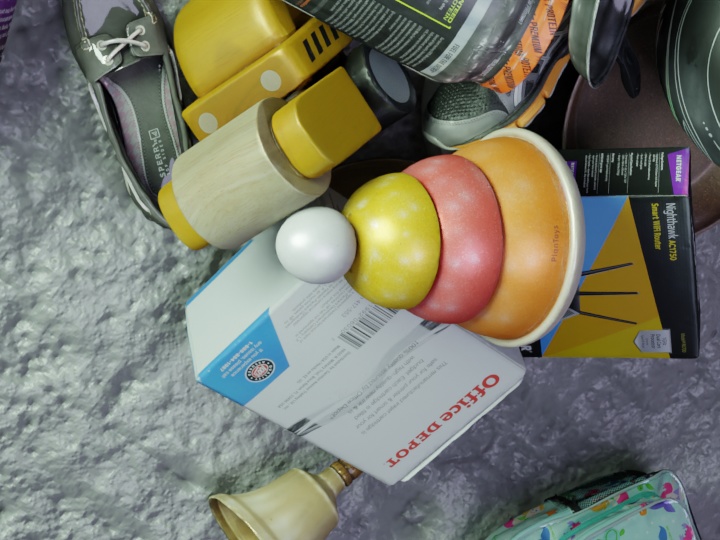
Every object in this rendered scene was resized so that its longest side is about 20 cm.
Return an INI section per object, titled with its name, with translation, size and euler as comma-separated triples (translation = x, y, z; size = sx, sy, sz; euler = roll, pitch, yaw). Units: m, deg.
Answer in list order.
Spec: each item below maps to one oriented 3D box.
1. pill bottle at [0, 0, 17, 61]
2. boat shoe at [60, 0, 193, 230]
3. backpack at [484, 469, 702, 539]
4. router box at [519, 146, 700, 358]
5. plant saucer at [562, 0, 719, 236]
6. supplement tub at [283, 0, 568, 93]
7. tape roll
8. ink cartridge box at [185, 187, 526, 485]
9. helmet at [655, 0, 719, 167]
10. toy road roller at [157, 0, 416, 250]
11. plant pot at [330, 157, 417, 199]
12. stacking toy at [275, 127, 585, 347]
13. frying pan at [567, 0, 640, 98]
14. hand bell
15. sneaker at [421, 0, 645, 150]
[pill bottle]
translation = -0.263, -0.187, 1.166
size = 0.112, 0.112, 0.201
euler = 10, 108, -28
[boat shoe]
translation = -0.147, -0.119, 1.284
size = 0.066, 0.057, 0.201
euler = -23, 121, -13
[backpack]
translation = 0.194, 0.270, 1.564
size = 0.198, 0.151, 0.179
euler = -19, 91, -9
[router box]
translation = 0.173, -0.010, 1.406
size = 0.148, 0.051, 0.201
euler = -1, 144, 13
[plant saucer]
translation = 0.231, -0.118, 1.428
size = 0.199, 0.037, 0.202
euler = -11, 118, -21
[supplement tub]
translation = 0.028, -0.200, 1.213
size = 0.199, 0.123, 0.123
euler = 27, 101, -16
[tape roll]
translation = 0.142, -0.126, 1.426
size = 0.201, 0.037, 0.204
euler = -10, 118, -20
[ink cartridge box]
translation = -0.003, 0.049, 1.360
size = 0.199, 0.086, 0.146
euler = 31, 117, -36
[helmet]
translation = 0.301, -0.149, 1.314
size = 0.199, 0.201, 0.192
euler = 6, 124, -27
[toy road roller]
translation = -0.068, -0.118, 1.250
size = 0.122, 0.200, 0.146
euler = -30, 100, 30
[plant pot]
translation = 0.000, 0.000, 1.411
size = 0.198, 0.028, 0.201
euler = -10, 124, -15
[stacking toy]
translation = 0.033, -0.023, 1.233
size = 0.199, 0.146, 0.147
euler = 0, 113, -33
[frying pan]
translation = 0.171, -0.178, 1.271
size = 0.031, 0.190, 0.116
euler = 16, 97, 16
[hand bell]
translation = -0.010, 0.151, 1.473
size = 0.200, 0.104, 0.105
euler = -40, 124, -18
[sneaker]
translation = 0.111, -0.168, 1.320
size = 0.200, 0.078, 0.077
euler = -47, 132, -2
